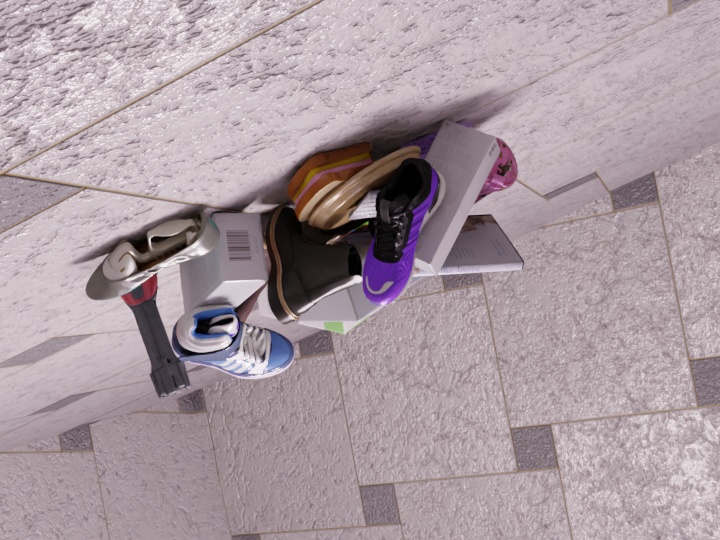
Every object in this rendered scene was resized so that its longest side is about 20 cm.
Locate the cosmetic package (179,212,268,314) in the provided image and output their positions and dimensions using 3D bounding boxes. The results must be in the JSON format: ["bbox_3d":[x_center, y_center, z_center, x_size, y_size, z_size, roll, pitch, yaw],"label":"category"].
[{"bbox_3d":[-0.202,-0.004,1.545,0.070,0.103,0.200,-2,165,-26],"label":"cosmetic package"}]

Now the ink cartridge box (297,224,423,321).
[{"bbox_3d":[0.000,0.000,1.619,0.145,0.084,0.199,-3,-158,47],"label":"ink cartridge box"}]

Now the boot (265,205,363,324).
[{"bbox_3d":[-0.059,-0.029,1.505,0.137,0.202,0.077,-24,139,21],"label":"boot"}]

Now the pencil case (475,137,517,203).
[{"bbox_3d":[0.155,-0.128,1.621,0.082,0.087,0.200,-20,171,-36],"label":"pencil case"}]

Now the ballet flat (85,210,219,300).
[{"bbox_3d":[-0.283,-0.026,1.407,0.198,0.068,0.064,-24,146,2],"label":"ballet flat"}]

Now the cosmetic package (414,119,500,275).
[{"bbox_3d":[0.111,-0.101,1.465,0.202,0.082,0.051,-62,156,-10],"label":"cosmetic package"}]

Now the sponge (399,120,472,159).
[{"bbox_3d":[0.108,-0.172,1.623,0.110,0.030,0.200,-22,173,-4],"label":"sponge"}]

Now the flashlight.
[{"bbox_3d":[-0.297,0.080,1.522,0.067,0.202,0.068,-16,173,-46],"label":"flashlight"}]

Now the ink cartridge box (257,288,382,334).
[{"bbox_3d":[-0.069,0.031,1.903,0.198,0.085,0.145,10,-151,34],"label":"ink cartridge box"}]

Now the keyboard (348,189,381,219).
[{"bbox_3d":[0.058,-0.098,1.499,0.056,0.011,0.199,-43,161,34],"label":"keyboard"}]

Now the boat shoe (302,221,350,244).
[{"bbox_3d":[-0.059,-0.064,1.726,0.199,0.073,0.068,-27,171,29],"label":"boat shoe"}]

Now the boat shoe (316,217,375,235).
[{"bbox_3d":[0.023,-0.112,1.585,0.197,0.068,0.072,-15,164,2],"label":"boat shoe"}]

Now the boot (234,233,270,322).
[{"bbox_3d":[-0.176,0.024,1.658,0.071,0.168,0.200,20,177,-1],"label":"boot"}]

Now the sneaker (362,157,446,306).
[{"bbox_3d":[0.042,-0.058,1.385,0.069,0.202,0.099,17,169,25],"label":"sneaker"}]

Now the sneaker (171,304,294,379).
[{"bbox_3d":[-0.179,0.104,1.575,0.197,0.082,0.146,10,160,-16],"label":"sneaker"}]

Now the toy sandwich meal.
[{"bbox_3d":[-0.010,-0.127,1.458,0.204,0.071,0.205,-33,173,-5],"label":"toy sandwich meal"}]

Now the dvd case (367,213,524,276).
[{"bbox_3d":[0.121,-0.038,1.544,0.197,0.018,0.143,-3,-147,-14],"label":"dvd case"}]
